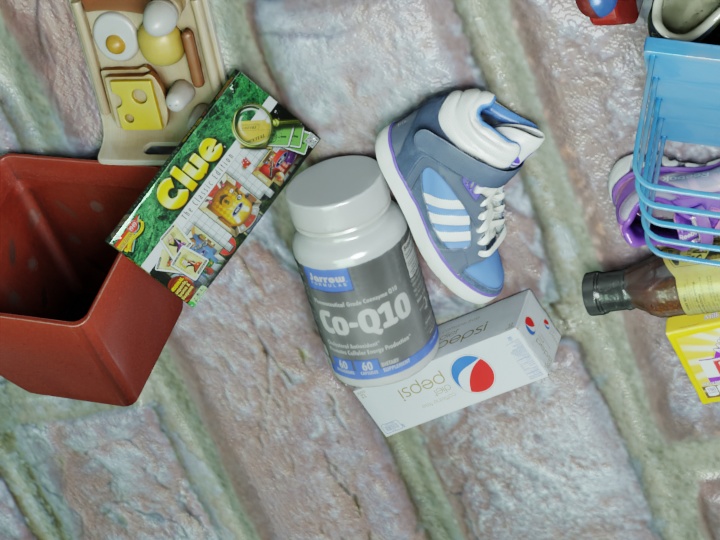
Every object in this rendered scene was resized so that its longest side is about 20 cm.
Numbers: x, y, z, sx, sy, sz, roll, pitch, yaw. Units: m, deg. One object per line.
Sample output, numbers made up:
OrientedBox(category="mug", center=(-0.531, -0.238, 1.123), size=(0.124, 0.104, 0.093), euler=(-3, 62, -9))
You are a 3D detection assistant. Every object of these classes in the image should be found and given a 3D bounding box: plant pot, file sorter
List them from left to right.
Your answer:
OrientedBox(category="plant pot", center=(-0.283, 0.024, 1.863), size=(0.198, 0.201, 0.177), euler=(6, 141, 25))
OrientedBox(category="file sorter", center=(0.293, -0.087, 1.529), size=(0.138, 0.124, 0.200), euler=(9, 167, 14))

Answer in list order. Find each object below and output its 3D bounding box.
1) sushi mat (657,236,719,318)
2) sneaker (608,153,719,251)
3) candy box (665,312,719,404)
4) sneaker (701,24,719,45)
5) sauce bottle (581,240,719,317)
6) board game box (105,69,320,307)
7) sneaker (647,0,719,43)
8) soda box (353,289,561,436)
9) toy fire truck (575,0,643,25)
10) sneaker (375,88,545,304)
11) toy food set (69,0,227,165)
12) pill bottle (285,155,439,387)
OrientedBox(category="sushi mat", center=(0.373, -0.005, 1.718), size=(0.198, 0.012, 0.096), euler=(-8, 120, 25))
OrientedBox(category="sneaker", center=(0.310, -0.056, 1.656), size=(0.198, 0.089, 0.081), euler=(-4, 123, 22))
OrientedBox(category="candy box", center=(0.392, 0.066, 1.745), size=(0.199, 0.027, 0.103), euler=(-14, 125, 28))
OrientedBox(category="sneaker", center=(0.350, -0.181, 1.538), size=(0.199, 0.112, 0.073), euler=(-15, 116, 27))
OrientedBox(category="sauce bottle", center=(0.298, 0.009, 1.706), size=(0.198, 0.066, 0.066), euler=(-8, 121, 24))
OrientedBox(category="board game box", center=(-0.136, -0.076, 1.761), size=(0.105, 0.023, 0.201), euler=(37, 87, -18))
OrientedBox(category="sneaker", center=(0.292, -0.253, 1.482), size=(0.067, 0.090, 0.201), euler=(36, 107, 6))
OrientedBox(category="soda box", center=(0.094, 0.092, 1.853), size=(0.199, 0.068, 0.064), euler=(-23, 114, 31))
OrientedBox(category="toy fire truck", center=(0.185, -0.281, 1.492), size=(0.111, 0.168, 0.201), euler=(-3, 123, 22))
OrientedBox(category="sneaker", center=(0.116, -0.071, 1.721), size=(0.146, 0.081, 0.201), euler=(-21, 109, 35))
OrientedBox(category="toy food set", center=(-0.204, -0.188, 1.769), size=(0.142, 0.061, 0.201), euler=(1, 123, 19))
OrientedBox(category="pill bottle", center=(0.000, 0.000, 1.793), size=(0.113, 0.114, 0.201), euler=(-4, 123, 22))
